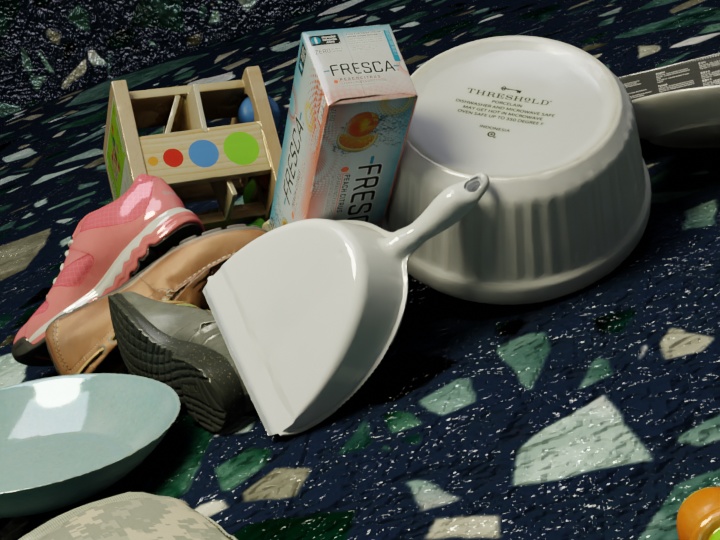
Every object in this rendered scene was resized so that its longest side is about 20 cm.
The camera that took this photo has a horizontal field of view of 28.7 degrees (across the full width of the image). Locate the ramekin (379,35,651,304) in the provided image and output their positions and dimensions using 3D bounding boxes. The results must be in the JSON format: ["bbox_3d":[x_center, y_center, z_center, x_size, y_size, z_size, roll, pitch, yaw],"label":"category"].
[{"bbox_3d":[0.105,-0.080,0.985,0.199,0.095,0.204,-5,45,5],"label":"ramekin"}]

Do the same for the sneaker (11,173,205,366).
[{"bbox_3d":[-0.218,0.001,1.174,0.200,0.087,0.074,-40,-28,11],"label":"sneaker"}]

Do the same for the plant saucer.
[{"bbox_3d":[-0.214,0.121,0.932,0.198,0.039,0.201,-8,17,2],"label":"plant saucer"}]

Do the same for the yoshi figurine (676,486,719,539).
[{"bbox_3d":[0.180,0.123,0.466,0.111,0.114,0.200,20,0,-5],"label":"yoshi figurine"}]

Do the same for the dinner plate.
[{"bbox_3d":[0.281,-0.112,1.047,0.197,0.025,0.200,-2,-2,0],"label":"dinner plate"}]

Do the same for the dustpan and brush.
[{"bbox_3d":[0.000,0.000,0.910,0.200,0.057,0.140,-44,54,20],"label":"dustpan and brush"}]

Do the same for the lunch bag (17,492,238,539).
[{"bbox_3d":[-0.110,0.176,0.546,0.199,0.119,0.164,-32,19,-20],"label":"lunch bag"}]

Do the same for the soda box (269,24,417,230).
[{"bbox_3d":[-0.016,-0.072,0.965,0.063,0.201,0.069,-8,56,-18],"label":"soda box"}]

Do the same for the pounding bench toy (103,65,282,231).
[{"bbox_3d":[-0.135,-0.062,1.273,0.154,0.202,0.125,-8,-23,-18],"label":"pounding bench toy"}]

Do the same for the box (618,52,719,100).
[{"bbox_3d":[0.251,-0.150,1.198,0.198,0.045,0.160,-11,4,28],"label":"box"}]

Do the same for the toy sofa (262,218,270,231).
[{"bbox_3d":[0.022,-0.051,1.127,0.198,0.099,0.083,-8,20,32],"label":"toy sofa"}]

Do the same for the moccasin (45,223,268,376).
[{"bbox_3d":[-0.151,0.032,1.114,0.200,0.078,0.074,-28,-25,-12],"label":"moccasin"}]

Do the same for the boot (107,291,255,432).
[{"bbox_3d":[-0.092,0.048,1.020,0.130,0.069,0.199,-24,29,-28],"label":"boot"}]
